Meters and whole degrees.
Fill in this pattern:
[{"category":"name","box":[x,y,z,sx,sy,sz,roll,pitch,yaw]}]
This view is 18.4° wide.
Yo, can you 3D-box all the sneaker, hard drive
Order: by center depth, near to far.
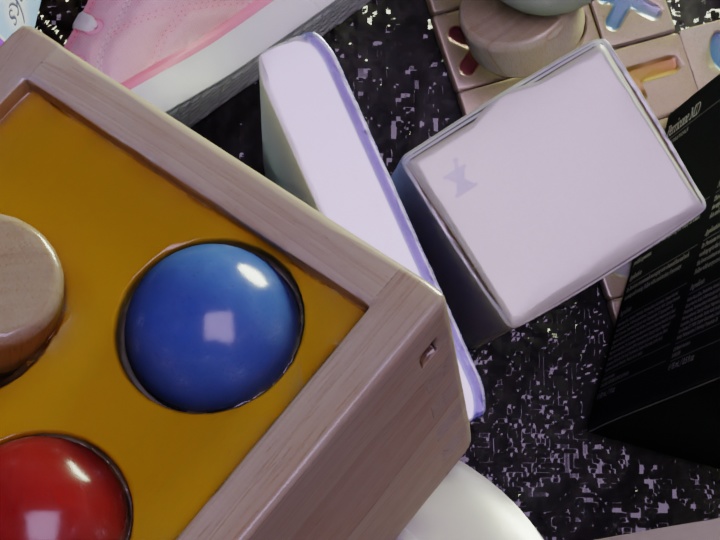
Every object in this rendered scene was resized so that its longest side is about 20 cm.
[{"category":"hard drive","box":[0.000,0.000,0.789,0.025,0.200,0.132,-24,85,-5]},{"category":"sneaker","box":[-0.085,-0.107,0.859,0.200,0.075,0.105,-37,90,-21]}]

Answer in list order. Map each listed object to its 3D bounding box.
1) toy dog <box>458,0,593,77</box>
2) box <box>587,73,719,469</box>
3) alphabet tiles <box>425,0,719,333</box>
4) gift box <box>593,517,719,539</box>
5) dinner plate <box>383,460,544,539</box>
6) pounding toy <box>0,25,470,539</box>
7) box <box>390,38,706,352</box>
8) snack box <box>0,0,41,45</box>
[{"category":"toy dog","box":[0.101,-0.171,0.882,0.096,0.132,0.200,12,81,22]},{"category":"box","box":[0.160,-0.008,0.814,0.079,0.200,0.141,15,78,-7]},{"category":"alphabet tiles","box":[0.127,-0.064,0.925,0.167,0.008,0.200,-16,82,-13]},{"category":"gift box","box":[0.112,0.192,0.750,0.184,0.186,0.200,29,56,-46]},{"category":"dinner plate","box":[-0.031,0.130,0.658,0.200,0.024,0.200,-8,58,13]},{"category":"pounding toy","box":[-0.107,0.036,0.620,0.200,0.142,0.184,33,71,21]},{"category":"box","box":[0.055,-0.019,0.800,0.082,0.200,0.068,-32,88,-5]},{"category":"snack box","box":[-0.202,-0.095,0.759,0.200,0.068,0.169,-11,54,29]}]
